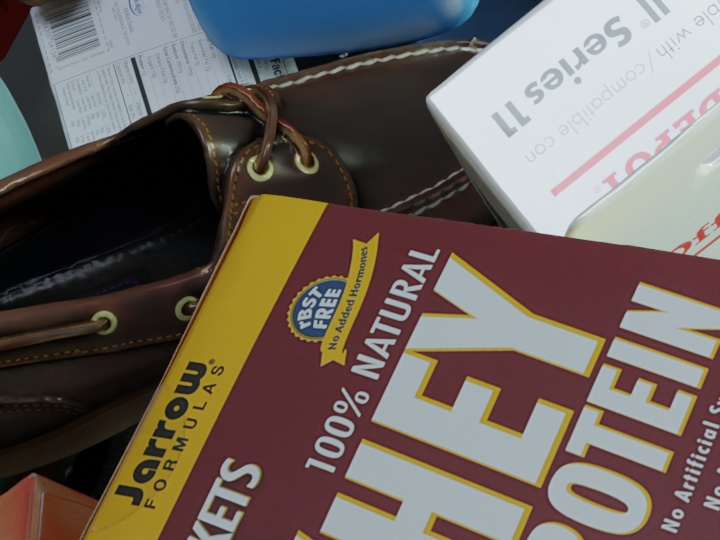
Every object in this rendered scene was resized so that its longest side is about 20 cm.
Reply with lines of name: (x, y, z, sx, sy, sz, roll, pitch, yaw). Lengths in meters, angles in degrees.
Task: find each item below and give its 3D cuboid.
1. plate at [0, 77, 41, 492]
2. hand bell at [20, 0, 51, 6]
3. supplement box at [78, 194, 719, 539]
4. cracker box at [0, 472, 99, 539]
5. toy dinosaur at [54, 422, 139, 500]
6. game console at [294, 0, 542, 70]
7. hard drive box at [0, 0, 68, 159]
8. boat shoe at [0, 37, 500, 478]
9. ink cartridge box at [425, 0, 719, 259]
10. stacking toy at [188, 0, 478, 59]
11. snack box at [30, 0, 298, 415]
plate: (-0.167, -0.006, 0.787, 0.026, 0.200, 0.201, -25, 35, 58)
hand bell: (-0.063, -0.145, 0.934, 0.104, 0.105, 0.200, -1, 35, 25)
supplement box: (0.065, 0.104, 0.654, 0.196, 0.200, 0.133, 9, 59, 31)
cracker box: (-0.123, 0.158, 0.745, 0.200, 0.058, 0.134, -36, 40, 37)
toy dinosaur: (-0.045, 0.082, 0.826, 0.102, 0.077, 0.201, -32, 51, 16)
game console: (0.057, -0.060, 0.901, 0.199, 0.031, 0.178, -5, 53, 22)
hard drive box: (-0.167, -0.019, 0.894, 0.076, 0.156, 0.201, 8, 59, 30)
boat shoe: (-0.038, -0.012, 0.767, 0.199, 0.071, 0.070, -28, 51, -14)
ink cartridge box: (0.089, -0.036, 0.721, 0.117, 0.200, 0.067, -38, 69, 0)
stacking toy: (0.039, -0.135, 0.871, 0.109, 0.117, 0.200, -5, 9, 39)
snack box: (-0.040, -0.012, 0.828, 0.072, 0.024, 0.201, -18, 51, -2)
